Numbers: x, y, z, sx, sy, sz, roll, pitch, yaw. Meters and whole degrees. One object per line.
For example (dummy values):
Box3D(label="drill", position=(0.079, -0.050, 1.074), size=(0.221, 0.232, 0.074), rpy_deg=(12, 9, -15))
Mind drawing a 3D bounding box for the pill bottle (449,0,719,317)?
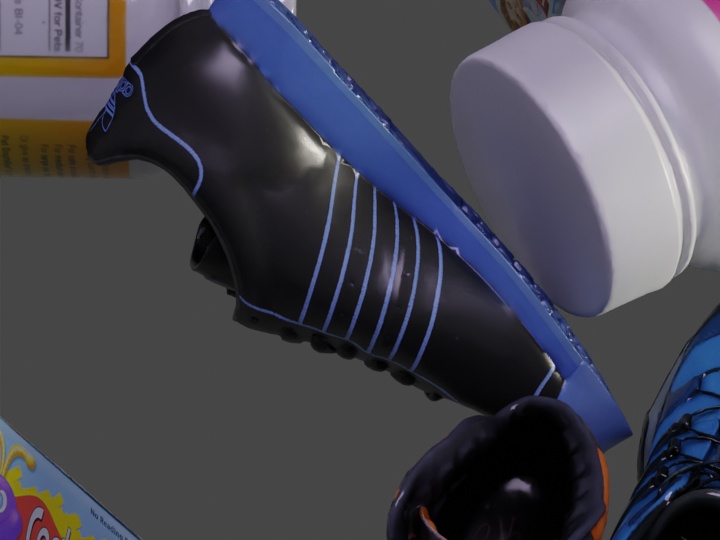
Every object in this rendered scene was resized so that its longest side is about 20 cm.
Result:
Box3D(label="pill bottle", position=(0.138, -0.069, 0.835), size=(0.200, 0.113, 0.113), rpy_deg=(-28, 65, -18))

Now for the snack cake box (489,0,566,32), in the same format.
Box3D(label="snack cake box", position=(0.047, -0.184, 0.896), size=(0.067, 0.115, 0.200), rpy_deg=(-25, 64, -16))

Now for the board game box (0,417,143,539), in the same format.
Box3D(label="board game box", position=(-0.138, 0.151, 0.676), size=(0.105, 0.103, 0.200), rpy_deg=(-8, 56, 27))

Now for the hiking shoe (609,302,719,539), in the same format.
Box3D(label="hiking shoe", position=(0.116, 0.078, 0.762), size=(0.074, 0.087, 0.200), rpy_deg=(20, 61, 6))

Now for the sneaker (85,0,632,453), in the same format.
Box3D(label="sneaker", position=(0.000, 0.000, 0.791), size=(0.078, 0.070, 0.200), rpy_deg=(-42, 103, 6))

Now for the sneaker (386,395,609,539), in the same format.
Box3D(label="sneaker", position=(0.014, 0.119, 0.718), size=(0.077, 0.112, 0.200), rpy_deg=(19, 60, 8))

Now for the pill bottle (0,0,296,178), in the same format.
Box3D(label="pill bottle", position=(-0.122, -0.086, 0.831), size=(0.199, 0.109, 0.109), rpy_deg=(1, 60, -4))
